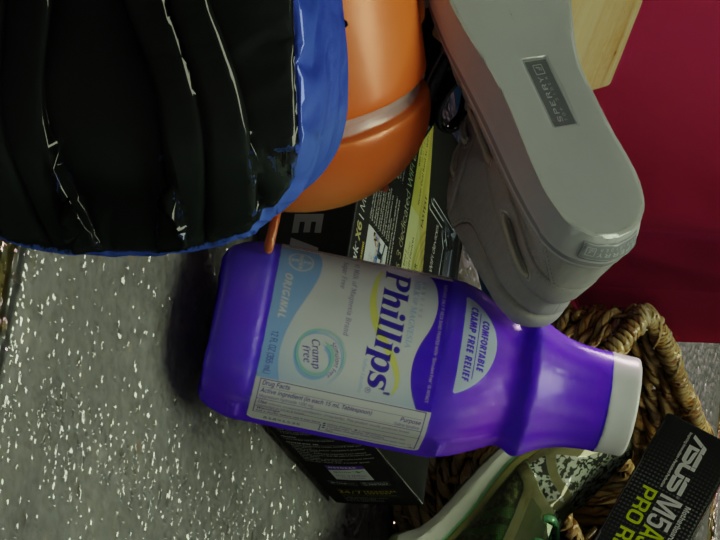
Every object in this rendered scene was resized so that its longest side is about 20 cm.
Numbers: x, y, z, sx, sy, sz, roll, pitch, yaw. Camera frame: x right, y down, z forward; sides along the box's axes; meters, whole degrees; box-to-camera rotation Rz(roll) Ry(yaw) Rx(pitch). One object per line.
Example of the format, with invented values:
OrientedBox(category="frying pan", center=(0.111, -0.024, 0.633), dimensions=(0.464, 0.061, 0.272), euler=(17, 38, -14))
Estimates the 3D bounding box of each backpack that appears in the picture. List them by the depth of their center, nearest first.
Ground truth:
OrientedBox(category="backpack", center=(-0.074, -0.111, 1.105), dimensions=(0.168, 0.162, 0.200), euler=(-36, 123, -70))

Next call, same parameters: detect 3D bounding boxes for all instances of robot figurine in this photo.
OrientedBox(category="robot figurine", center=(-0.032, -0.112, 1.293), dimensions=(0.144, 0.117, 0.200), euler=(-87, 168, -65))

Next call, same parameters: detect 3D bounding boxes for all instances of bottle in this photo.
OrientedBox(category="bottle", center=(0.028, 0.044, 1.332), dimensions=(0.065, 0.200, 0.084), euler=(108, -7, -64))

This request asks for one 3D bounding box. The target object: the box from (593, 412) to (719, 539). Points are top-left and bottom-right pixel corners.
OrientedBox(category="box", center=(0.127, 0.195, 1.548), dimensions=(0.160, 0.044, 0.200), euler=(-55, 168, -43))

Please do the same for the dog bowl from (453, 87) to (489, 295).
OrientedBox(category="dog bowl", center=(0.083, -0.062, 1.636), dimensions=(0.112, 0.050, 0.200), euler=(-104, -176, -52))

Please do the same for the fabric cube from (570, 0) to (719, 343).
OrientedBox(category="fabric cube", center=(0.215, -0.074, 1.595), dimensions=(0.200, 0.199, 0.196), euler=(54, 40, -67))

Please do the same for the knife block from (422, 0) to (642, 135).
OrientedBox(category="knife block", center=(0.094, -0.118, 1.382), dimensions=(0.064, 0.200, 0.176), euler=(-19, 95, -40))

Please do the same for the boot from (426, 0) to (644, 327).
OrientedBox(category="boot", center=(0.060, -0.073, 1.319), dimensions=(0.096, 0.074, 0.200), euler=(-52, -131, 51))

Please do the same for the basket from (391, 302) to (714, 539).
OrientedBox(category="basket", center=(0.110, 0.120, 1.639), dimensions=(0.200, 0.149, 0.143), euler=(64, 33, -53))

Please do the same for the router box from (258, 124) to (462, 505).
OrientedBox(category="router box", center=(0.000, 0.000, 1.470), dimensions=(0.157, 0.052, 0.200), euler=(54, 41, -58))

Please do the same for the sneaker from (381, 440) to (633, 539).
OrientedBox(category="sneaker", center=(0.075, 0.157, 1.496), dimensions=(0.200, 0.089, 0.077), euler=(-37, 149, -16))
